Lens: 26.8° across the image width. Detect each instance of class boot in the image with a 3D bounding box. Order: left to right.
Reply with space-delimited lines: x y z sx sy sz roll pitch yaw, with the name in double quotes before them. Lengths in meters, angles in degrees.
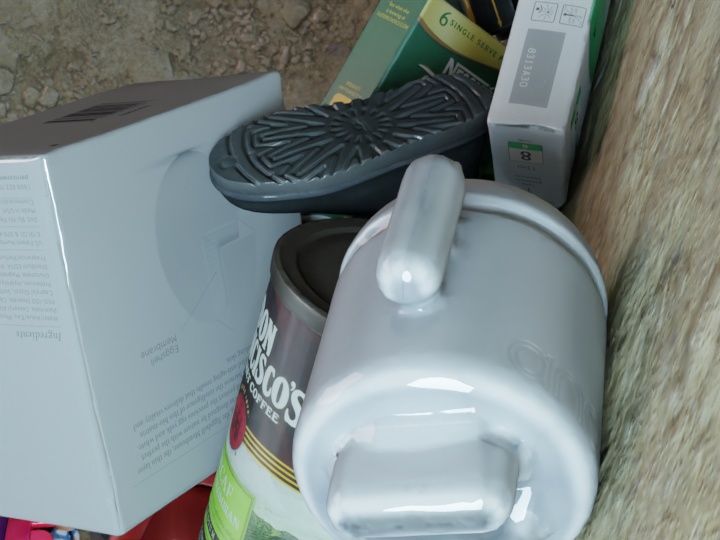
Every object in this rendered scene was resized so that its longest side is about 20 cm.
"boot" 0.001 0.000 0.869 0.066 0.164 0.201 -120 22 -46

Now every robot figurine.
"robot figurine" 0.039 0.041 0.592 0.200 0.112 0.170 -76 -21 -51

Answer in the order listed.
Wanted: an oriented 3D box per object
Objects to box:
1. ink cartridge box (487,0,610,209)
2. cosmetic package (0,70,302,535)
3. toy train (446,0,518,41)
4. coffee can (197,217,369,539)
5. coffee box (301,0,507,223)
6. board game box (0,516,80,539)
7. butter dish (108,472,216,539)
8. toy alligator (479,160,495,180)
"ink cartridge box" 0.119 -0.099 0.905 0.200 0.050 0.162 70 -148 -60
"cosmetic package" -0.130 0.010 0.841 0.199 0.123 0.201 -29 -66 -52
"toy train" 0.074 -0.195 1.072 0.200 0.114 0.086 -142 34 -77
"coffee can" 0.002 0.095 0.782 0.146 0.146 0.201 -76 2 -66
"coffee box" 0.021 -0.071 0.959 0.044 0.123 0.200 34 94 47
"board game box" -0.188 0.167 0.930 0.200 0.039 0.159 59 -155 -82
"butter dish" -0.079 0.236 0.928 0.148 0.199 0.200 -77 10 -74
"toy alligator" 0.070 -0.002 1.001 0.054 0.059 0.201 112 174 -77
